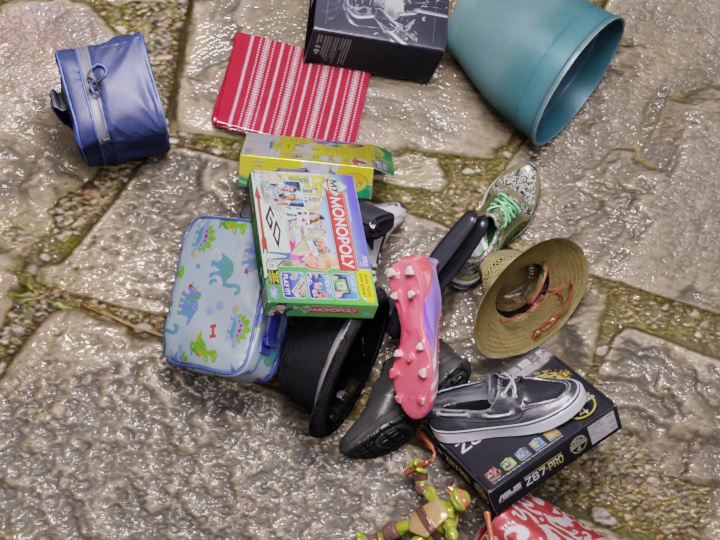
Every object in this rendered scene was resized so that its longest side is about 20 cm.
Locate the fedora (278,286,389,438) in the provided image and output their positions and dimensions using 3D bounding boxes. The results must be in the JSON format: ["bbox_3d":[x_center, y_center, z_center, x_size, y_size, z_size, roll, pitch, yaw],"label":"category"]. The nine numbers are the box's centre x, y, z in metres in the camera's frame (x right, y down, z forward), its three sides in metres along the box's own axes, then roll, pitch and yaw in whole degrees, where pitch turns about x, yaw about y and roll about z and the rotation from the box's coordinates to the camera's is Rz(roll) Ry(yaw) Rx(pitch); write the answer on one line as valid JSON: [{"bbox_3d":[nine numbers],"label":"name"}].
[{"bbox_3d":[-0.042,0.101,1.538,0.091,0.201,0.202,23,74,15],"label":"fedora"}]

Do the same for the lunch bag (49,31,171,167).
[{"bbox_3d":[-0.321,-0.211,1.576,0.131,0.200,0.137,-15,84,-7],"label":"lunch bag"}]

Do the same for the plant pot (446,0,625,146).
[{"bbox_3d":[0.221,-0.303,1.675,0.188,0.200,0.200,37,75,15],"label":"plant pot"}]

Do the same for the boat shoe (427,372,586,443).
[{"bbox_3d":[0.176,0.159,1.538,0.198,0.068,0.072,-11,37,17],"label":"boat shoe"}]

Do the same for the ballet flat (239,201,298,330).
[{"bbox_3d":[-0.117,0.001,1.628,0.071,0.072,0.202,-14,79,-10],"label":"ballet flat"}]

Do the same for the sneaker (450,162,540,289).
[{"bbox_3d":[0.184,-0.065,1.660,0.077,0.089,0.201,35,75,2],"label":"sneaker"}]

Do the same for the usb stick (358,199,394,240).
[{"bbox_3d":[-0.040,-0.086,1.609,0.199,0.033,0.055,25,40,38],"label":"usb stick"}]

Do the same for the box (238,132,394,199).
[{"bbox_3d":[-0.056,-0.137,1.625,0.198,0.117,0.049,4,111,-1],"label":"box"}]

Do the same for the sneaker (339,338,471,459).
[{"bbox_3d":[0.047,0.163,1.604,0.200,0.076,0.091,-39,57,-5],"label":"sneaker"}]

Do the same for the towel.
[{"bbox_3d":[-0.094,-0.239,1.702,0.198,0.022,0.146,14,73,-5],"label":"towel"}]

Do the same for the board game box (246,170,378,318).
[{"bbox_3d":[-0.060,-0.033,1.488,0.133,0.029,0.201,1,52,-17],"label":"board game box"}]

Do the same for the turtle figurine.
[{"bbox_3d":[0.076,0.311,1.556,0.161,0.064,0.201,-34,52,2],"label":"turtle figurine"}]

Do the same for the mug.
[{"bbox_3d":[0.235,0.377,1.535,0.199,0.134,0.178,34,53,6],"label":"mug"}]

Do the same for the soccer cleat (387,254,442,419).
[{"bbox_3d":[0.077,0.081,1.537,0.076,0.066,0.202,-7,92,-48],"label":"soccer cleat"}]

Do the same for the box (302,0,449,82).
[{"bbox_3d":[0.026,-0.380,1.699,0.180,0.104,0.202,8,73,-9],"label":"box"}]

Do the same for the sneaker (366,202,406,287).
[{"bbox_3d":[0.000,0.000,1.635,0.199,0.079,0.130,-36,112,-40],"label":"sneaker"}]

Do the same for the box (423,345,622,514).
[{"bbox_3d":[0.203,0.198,1.574,0.199,0.161,0.049,-32,125,-12],"label":"box"}]

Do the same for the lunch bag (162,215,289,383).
[{"bbox_3d":[-0.157,0.037,1.553,0.160,0.082,0.202,6,81,37],"label":"lunch bag"}]

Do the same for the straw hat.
[{"bbox_3d":[0.199,0.017,1.627,0.200,0.202,0.085,-34,50,-13],"label":"straw hat"}]

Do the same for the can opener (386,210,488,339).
[{"bbox_3d":[0.093,0.006,1.595,0.079,0.063,0.201,47,113,26],"label":"can opener"}]
